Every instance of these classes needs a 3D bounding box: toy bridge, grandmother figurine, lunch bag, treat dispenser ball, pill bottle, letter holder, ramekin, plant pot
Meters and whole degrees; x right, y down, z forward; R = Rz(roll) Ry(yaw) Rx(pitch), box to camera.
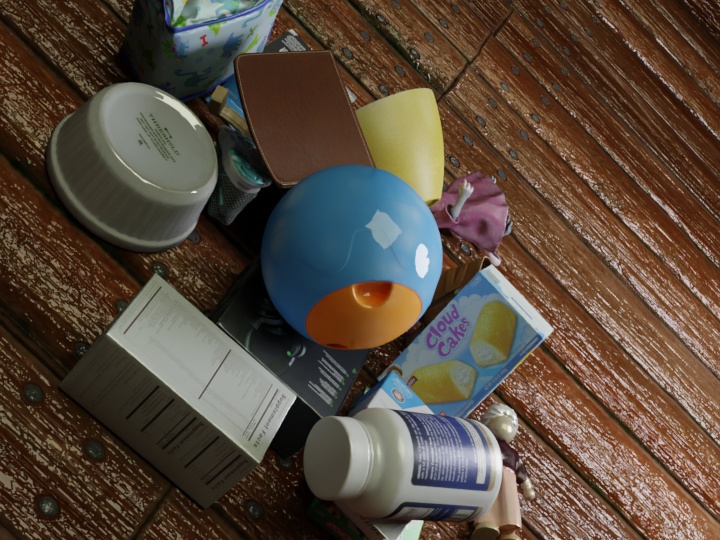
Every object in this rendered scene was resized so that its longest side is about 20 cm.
[{"bbox_3d":[-0.113,-0.179,1.502,0.198,0.067,0.027,25,59,1],"label":"toy bridge"},{"bbox_3d":[0.181,0.263,1.472,0.121,0.060,0.202,36,41,-30],"label":"grandmother figurine"},{"bbox_3d":[-0.192,-0.318,1.457,0.198,0.170,0.128,-19,73,-28],"label":"lunch bag"},{"bbox_3d":[-0.010,-0.014,1.240,0.200,0.201,0.202,27,42,-27],"label":"treat dispenser ball"},{"bbox_3d":[0.043,0.201,1.178,0.198,0.111,0.112,13,50,-38],"label":"pill bottle"},{"bbox_3d":[-0.083,-0.160,1.389,0.141,0.101,0.202,-7,60,-25],"label":"letter holder"},{"bbox_3d":[-0.258,-0.129,1.331,0.201,0.094,0.204,26,43,-27],"label":"ramekin"},{"bbox_3d":[0.037,-0.143,1.579,0.199,0.199,0.143,-17,82,-51],"label":"plant pot"}]

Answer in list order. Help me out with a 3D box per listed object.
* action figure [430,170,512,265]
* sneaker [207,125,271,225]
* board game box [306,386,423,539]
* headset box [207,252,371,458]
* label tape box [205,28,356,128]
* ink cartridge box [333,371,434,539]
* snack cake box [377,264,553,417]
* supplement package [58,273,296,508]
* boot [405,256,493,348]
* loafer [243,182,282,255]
[{"bbox_3d":[0.122,-0.090,1.710,0.198,0.150,0.134,-6,31,-28],"label":"action figure"},{"bbox_3d":[-0.166,-0.120,1.435,0.077,0.092,0.200,32,15,-15],"label":"sneaker"},{"bbox_3d":[0.023,0.249,1.344,0.134,0.029,0.201,41,38,-12],"label":"board game box"},{"bbox_3d":[-0.091,0.090,1.312,0.174,0.093,0.201,42,38,-10],"label":"headset box"},{"bbox_3d":[-0.107,-0.244,1.610,0.144,0.063,0.200,46,37,-4],"label":"label tape box"},{"bbox_3d":[0.019,0.221,1.284,0.115,0.068,0.200,46,37,-3],"label":"ink cartridge box"},{"bbox_3d":[0.130,0.105,1.419,0.115,0.200,0.067,46,21,9],"label":"snack cake box"},{"bbox_3d":[-0.186,0.126,1.171,0.200,0.109,0.114,42,37,-9],"label":"supplement package"},{"bbox_3d":[0.115,0.019,1.532,0.073,0.155,0.202,12,50,-38],"label":"boot"},{"bbox_3d":[-0.082,-0.020,1.448,0.202,0.073,0.071,63,21,6],"label":"loafer"}]
